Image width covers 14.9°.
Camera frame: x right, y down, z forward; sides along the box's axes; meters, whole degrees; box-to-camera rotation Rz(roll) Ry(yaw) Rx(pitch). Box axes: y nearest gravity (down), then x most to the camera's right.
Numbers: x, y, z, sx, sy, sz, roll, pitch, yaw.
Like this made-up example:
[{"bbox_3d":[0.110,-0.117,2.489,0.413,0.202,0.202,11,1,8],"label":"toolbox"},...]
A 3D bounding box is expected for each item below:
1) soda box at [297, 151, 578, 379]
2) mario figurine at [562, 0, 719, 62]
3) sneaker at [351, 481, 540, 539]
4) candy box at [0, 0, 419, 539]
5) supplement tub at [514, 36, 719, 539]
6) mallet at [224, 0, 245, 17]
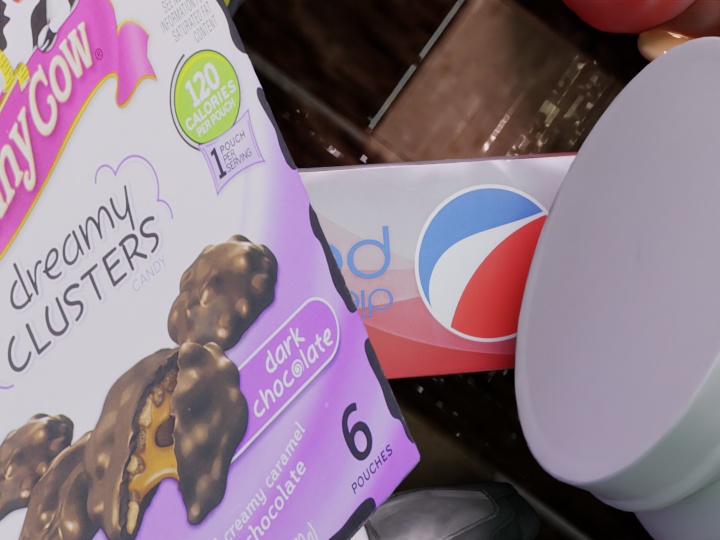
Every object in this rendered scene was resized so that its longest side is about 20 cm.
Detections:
[{"bbox_3d":[0.000,0.000,0.810,0.200,0.070,0.064,-4,92,-13],"label":"soda box"},{"bbox_3d":[0.142,-0.079,0.840,0.200,0.106,0.124,25,46,-5],"label":"mario figurine"},{"bbox_3d":[0.046,0.153,0.825,0.090,0.066,0.200,-18,93,-10],"label":"sneaker"},{"bbox_3d":[-0.087,0.010,0.653,0.168,0.071,0.200,-45,121,-43],"label":"candy box"},{"bbox_3d":[0.157,0.028,0.744,0.200,0.145,0.145,20,86,-22],"label":"supplement tub"},{"bbox_3d":[-0.003,-0.156,0.827,0.066,0.041,0.200,43,86,-9],"label":"mallet"}]
